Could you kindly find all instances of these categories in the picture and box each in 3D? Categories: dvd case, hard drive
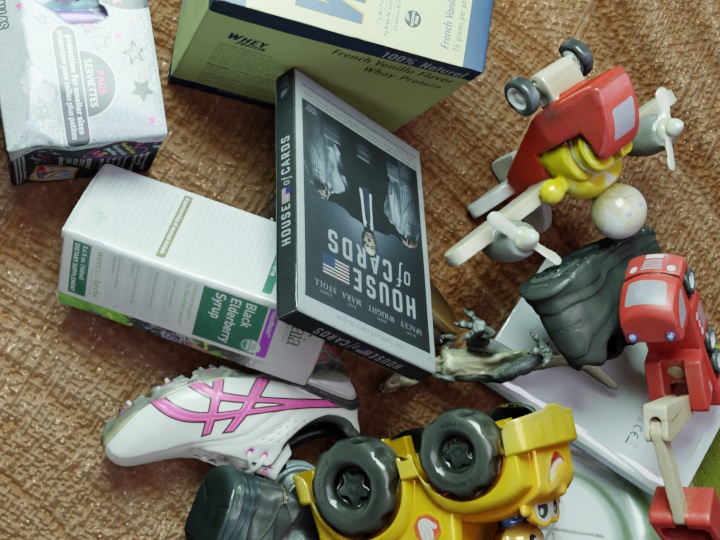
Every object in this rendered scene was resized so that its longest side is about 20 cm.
[{"bbox_3d":[-0.004,-0.033,0.770,0.150,0.025,0.201,28,49,-42],"label":"dvd case"},{"bbox_3d":[0.214,0.092,0.905,0.200,0.025,0.132,34,71,6],"label":"hard drive"}]

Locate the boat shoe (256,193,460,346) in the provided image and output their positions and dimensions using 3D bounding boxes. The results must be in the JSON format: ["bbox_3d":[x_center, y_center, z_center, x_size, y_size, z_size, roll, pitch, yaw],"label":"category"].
[{"bbox_3d":[0.000,0.000,0.849,0.070,0.070,0.200,-39,116,14],"label":"boat shoe"}]

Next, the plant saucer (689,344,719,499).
[{"bbox_3d":[0.349,0.167,0.965,0.199,0.048,0.201,2,83,-19],"label":"plant saucer"}]

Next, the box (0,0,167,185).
[{"bbox_3d":[-0.214,-0.177,0.767,0.114,0.132,0.201,-9,87,-18],"label":"box"}]

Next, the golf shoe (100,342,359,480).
[{"bbox_3d":[-0.094,0.118,0.794,0.199,0.073,0.092,-14,66,-19],"label":"golf shoe"}]

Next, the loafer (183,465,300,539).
[{"bbox_3d":[-0.106,0.246,0.775,0.072,0.073,0.201,20,100,-31],"label":"loafer"}]

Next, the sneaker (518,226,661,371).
[{"bbox_3d":[0.200,0.023,0.865,0.200,0.076,0.091,-26,92,-49],"label":"sneaker"}]

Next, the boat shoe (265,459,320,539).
[{"bbox_3d":[-0.034,0.248,0.811,0.072,0.071,0.201,-7,86,-19],"label":"boat shoe"}]

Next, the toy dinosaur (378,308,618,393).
[{"bbox_3d":[0.114,0.071,0.844,0.199,0.088,0.048,1,63,3],"label":"toy dinosaur"}]

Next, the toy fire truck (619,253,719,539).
[{"bbox_3d":[0.244,0.103,0.815,0.200,0.049,0.141,60,40,-33],"label":"toy fire truck"}]

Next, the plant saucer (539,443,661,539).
[{"bbox_3d":[0.171,0.215,0.876,0.199,0.050,0.201,8,56,-11],"label":"plant saucer"}]

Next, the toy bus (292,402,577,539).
[{"bbox_3d":[0.071,0.201,0.763,0.136,0.199,0.193,11,61,-59],"label":"toy bus"}]

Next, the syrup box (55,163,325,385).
[{"bbox_3d":[-0.114,0.004,0.775,0.199,0.079,0.082,20,46,-3],"label":"syrup box"}]

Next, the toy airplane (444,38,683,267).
[{"bbox_3d":[0.171,-0.075,0.857,0.141,0.199,0.200,48,113,15],"label":"toy airplane"}]

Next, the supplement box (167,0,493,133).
[{"bbox_3d":[-0.026,-0.209,0.799,0.199,0.200,0.135,11,81,-17],"label":"supplement box"}]
